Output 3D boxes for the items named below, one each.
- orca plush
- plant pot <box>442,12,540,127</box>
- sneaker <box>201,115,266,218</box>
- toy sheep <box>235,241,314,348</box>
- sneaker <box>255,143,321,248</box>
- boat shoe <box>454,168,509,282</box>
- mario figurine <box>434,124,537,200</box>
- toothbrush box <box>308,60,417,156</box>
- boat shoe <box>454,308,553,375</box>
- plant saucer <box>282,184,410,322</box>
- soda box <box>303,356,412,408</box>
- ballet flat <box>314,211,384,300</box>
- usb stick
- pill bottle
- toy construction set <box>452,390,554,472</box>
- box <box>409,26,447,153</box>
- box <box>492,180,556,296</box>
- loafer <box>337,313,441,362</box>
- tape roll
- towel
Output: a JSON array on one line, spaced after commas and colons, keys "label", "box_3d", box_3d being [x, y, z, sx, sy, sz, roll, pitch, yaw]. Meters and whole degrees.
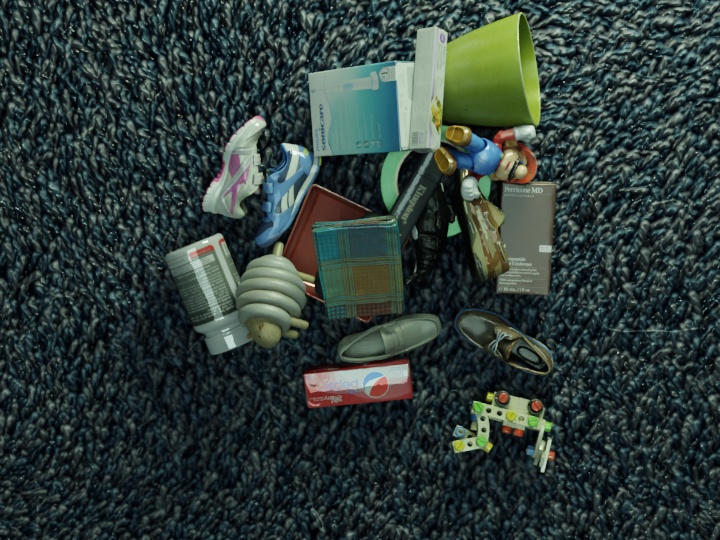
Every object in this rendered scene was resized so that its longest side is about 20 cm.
[{"label": "orca plush", "box_3d": [0.113, -0.071, 1.526, 0.104, 0.071, 0.202, 19, 90, -10]}, {"label": "plant pot", "box_3d": [0.192, -0.324, 1.508, 0.198, 0.187, 0.189, -7, 98, 21]}, {"label": "sneaker", "box_3d": [-0.210, -0.182, 1.597, 0.088, 0.081, 0.201, 26, 107, -1]}, {"label": "toy sheep", "box_3d": [-0.155, 0.043, 1.558, 0.136, 0.138, 0.202, 3, 60, 4]}, {"label": "sneaker", "box_3d": [-0.148, -0.138, 1.589, 0.082, 0.074, 0.201, 26, 92, -25]}, {"label": "boat shoe", "box_3d": [0.212, -0.083, 1.530, 0.073, 0.076, 0.202, -11, 89, -5]}, {"label": "mario figurine", "box_3d": [0.226, -0.181, 1.457, 0.123, 0.199, 0.107, -30, 63, 47]}, {"label": "toothbrush box", "box_3d": [0.011, -0.274, 1.512, 0.199, 0.085, 0.148, 1, 99, 39]}, {"label": "boat shoe", "box_3d": [0.265, 0.129, 1.606, 0.199, 0.072, 0.073, 24, 99, 0]}, {"label": "plant saucer", "box_3d": [-0.033, -0.034, 1.608, 0.199, 0.037, 0.201, 25, 110, 0]}, {"label": "soda box", "box_3d": [-0.003, 0.208, 1.642, 0.198, 0.063, 0.071, -7, 98, 4]}, {"label": "ballet flat", "box_3d": [-0.024, -0.020, 1.556, 0.073, 0.073, 0.200, 37, 110, -2]}, {"label": "usb stick", "box_3d": [0.091, -0.124, 1.495, 0.055, 0.033, 0.201, 24, 102, -27]}, {"label": "pill bottle", "box_3d": [-0.269, 0.044, 1.611, 0.113, 0.114, 0.202, -21, 96, 7]}, {"label": "toy construction set", "box_3d": [0.273, 0.296, 1.620, 0.198, 0.092, 0.132, 17, 75, -6]}, {"label": "box", "box_3d": [0.112, -0.295, 1.446, 0.041, 0.039, 0.202, 1, 87, 37]}, {"label": "box", "box_3d": [0.293, -0.059, 1.579, 0.099, 0.075, 0.202, 2, 97, 3]}, {"label": "loafer", "box_3d": [0.054, 0.130, 1.622, 0.198, 0.070, 0.071, -19, 96, 6]}, {"label": "tape roll", "box_3d": [0.135, -0.160, 1.586, 0.198, 0.048, 0.203, 1, 99, 4]}, {"label": "towel", "box_3d": [0.000, 0.000, 1.512, 0.145, 0.022, 0.201, -6, 125, 3]}]
